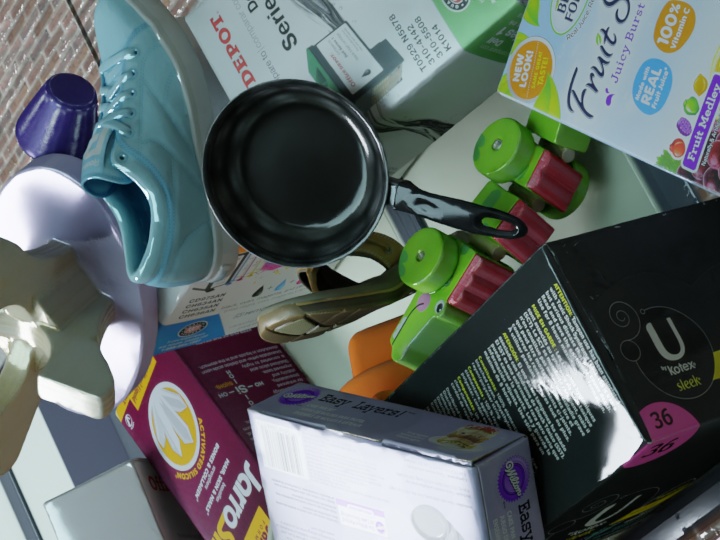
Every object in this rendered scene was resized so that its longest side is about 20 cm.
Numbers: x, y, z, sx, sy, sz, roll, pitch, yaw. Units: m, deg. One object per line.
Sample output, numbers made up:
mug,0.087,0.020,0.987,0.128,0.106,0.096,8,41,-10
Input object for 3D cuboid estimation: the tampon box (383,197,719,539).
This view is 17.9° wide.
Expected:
tampon box,0.136,0.070,1.301,0.200,0.150,0.127,-47,64,50

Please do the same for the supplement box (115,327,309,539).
supplement box,-0.084,0.129,1.663,0.200,0.085,0.111,51,136,29

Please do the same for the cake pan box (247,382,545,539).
cake pan box,0.024,0.168,1.310,0.200,0.052,0.185,8,114,47

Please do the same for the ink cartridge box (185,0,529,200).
ink cartridge box,0.010,-0.152,1.392,0.200,0.084,0.146,-39,69,24

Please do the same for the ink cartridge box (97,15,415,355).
ink cartridge box,-0.088,-0.064,1.554,0.145,0.147,0.200,60,141,20

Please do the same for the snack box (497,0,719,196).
snack box,0.177,-0.127,1.234,0.200,0.053,0.143,31,105,44

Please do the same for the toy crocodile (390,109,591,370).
toy crocodile,0.084,-0.023,1.359,0.200,0.067,0.062,-56,35,3

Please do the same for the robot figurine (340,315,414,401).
robot figurine,0.051,0.128,1.435,0.144,0.116,0.201,116,145,-63

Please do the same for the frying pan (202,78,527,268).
frying pan,-0.002,-0.064,1.338,0.189,0.031,0.115,-9,105,16

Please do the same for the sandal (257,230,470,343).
sandal,0.000,0.000,1.414,0.080,0.200,0.054,-26,89,40

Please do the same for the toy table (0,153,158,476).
toy table,-0.215,0.036,1.504,0.183,0.117,0.201,8,124,28

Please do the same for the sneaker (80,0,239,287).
sneaker,-0.139,-0.085,1.421,0.074,0.082,0.201,-32,75,51

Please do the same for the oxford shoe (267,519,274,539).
oxford shoe,-0.010,0.146,1.502,0.058,0.200,0.075,4,125,23

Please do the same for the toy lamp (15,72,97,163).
toy lamp,-0.222,-0.053,1.565,0.058,0.058,0.200,55,140,26

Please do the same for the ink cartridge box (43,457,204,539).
ink cartridge box,-0.147,0.252,1.727,0.084,0.145,0.200,-25,78,10
